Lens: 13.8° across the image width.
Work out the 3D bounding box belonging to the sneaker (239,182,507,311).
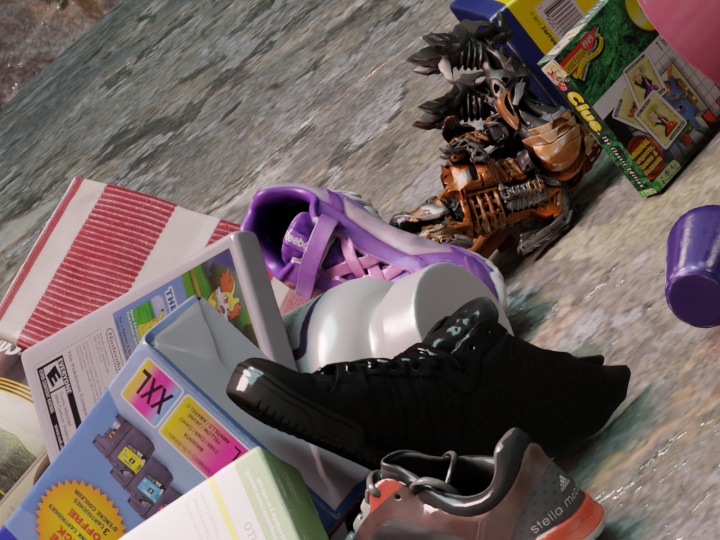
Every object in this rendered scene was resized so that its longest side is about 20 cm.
[{"bbox_3d":[0.000,0.000,1.736,0.200,0.088,0.081,29,92,45],"label":"sneaker"}]

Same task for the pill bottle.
[{"bbox_3d":[-0.012,0.071,1.632,0.199,0.112,0.112,-28,19,37],"label":"pill bottle"}]

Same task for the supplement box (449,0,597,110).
[{"bbox_3d":[0.176,-0.192,1.945,0.200,0.110,0.109,-41,15,-3],"label":"supplement box"}]

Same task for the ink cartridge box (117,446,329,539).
[{"bbox_3d":[-0.091,0.199,1.422,0.199,0.048,0.146,-34,58,15],"label":"ink cartridge box"}]

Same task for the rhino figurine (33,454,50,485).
[{"bbox_3d":[-0.104,0.097,1.768,0.199,0.088,0.060,-20,-8,6],"label":"rhino figurine"}]

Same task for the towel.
[{"bbox_3d":[-0.115,0.022,1.857,0.023,0.199,0.144,96,-164,-49],"label":"towel"}]

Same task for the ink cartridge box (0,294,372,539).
[{"bbox_3d":[-0.100,0.135,1.532,0.200,0.136,0.076,-52,-7,30],"label":"ink cartridge box"}]

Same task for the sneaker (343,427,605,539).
[{"bbox_3d":[0.026,0.123,1.431,0.199,0.082,0.077,-26,12,36],"label":"sneaker"}]

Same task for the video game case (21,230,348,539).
[{"bbox_3d":[-0.096,0.105,1.617,0.182,0.201,0.022,-28,-17,37],"label":"video game case"}]

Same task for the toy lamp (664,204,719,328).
[{"bbox_3d":[0.201,-0.037,1.545,0.058,0.058,0.200,-28,16,36],"label":"toy lamp"}]

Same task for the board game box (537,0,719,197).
[{"bbox_3d":[0.201,-0.148,1.767,0.200,0.105,0.023,-47,13,-23],"label":"board game box"}]

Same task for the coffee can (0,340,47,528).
[{"bbox_3d":[-0.210,0.132,1.865,0.146,0.147,0.200,-21,24,51],"label":"coffee can"}]

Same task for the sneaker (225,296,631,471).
[{"bbox_3d":[0.035,0.055,1.471,0.060,0.199,0.105,10,75,65],"label":"sneaker"}]

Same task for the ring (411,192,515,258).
[{"bbox_3d":[0.032,0.005,1.897,0.200,0.019,0.201,-36,15,11],"label":"ring"}]

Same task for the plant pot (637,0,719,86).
[{"bbox_3d":[0.252,-0.199,1.666,0.179,0.200,0.200,-50,8,32],"label":"plant pot"}]

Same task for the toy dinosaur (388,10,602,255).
[{"bbox_3d":[0.097,-0.079,1.829,0.199,0.136,0.102,-25,-29,-33],"label":"toy dinosaur"}]
